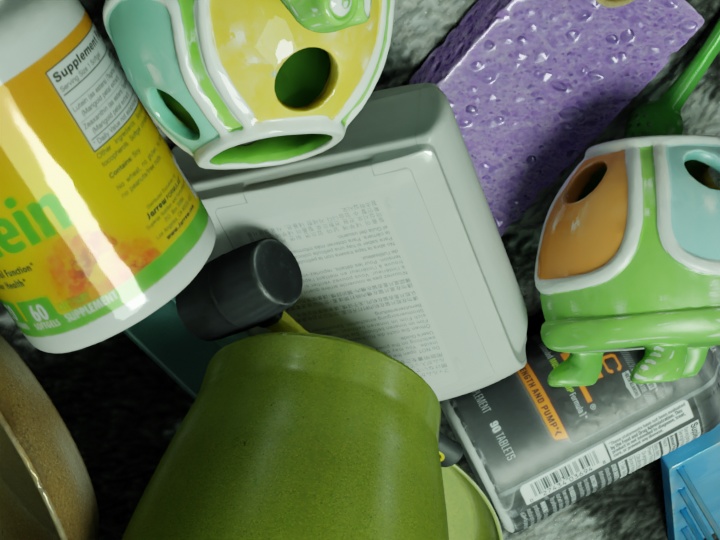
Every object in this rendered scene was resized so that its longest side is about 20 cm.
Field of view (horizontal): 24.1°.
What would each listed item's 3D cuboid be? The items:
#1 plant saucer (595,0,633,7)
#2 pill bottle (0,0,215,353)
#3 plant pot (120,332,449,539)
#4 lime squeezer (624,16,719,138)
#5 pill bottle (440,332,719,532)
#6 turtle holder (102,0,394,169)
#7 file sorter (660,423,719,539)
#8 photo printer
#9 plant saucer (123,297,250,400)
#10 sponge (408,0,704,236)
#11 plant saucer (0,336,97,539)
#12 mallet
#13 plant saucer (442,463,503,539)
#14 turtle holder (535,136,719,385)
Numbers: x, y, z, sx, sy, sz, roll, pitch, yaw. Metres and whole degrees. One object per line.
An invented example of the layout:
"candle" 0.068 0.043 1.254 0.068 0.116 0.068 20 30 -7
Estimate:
"plant saucer" 0.163 -0.228 0.849 0.200 0.035 0.201 -45 159 -23
"pill bottle" -0.164 -0.070 0.813 0.111 0.111 0.201 -30 112 1
"plant pot" -0.036 0.144 0.861 0.199 0.194 0.201 8 149 5
"lime squeezer" 0.186 -0.069 1.030 0.070 0.038 0.201 -31 137 -41
"pill bottle" 0.157 0.075 1.069 0.199 0.106 0.107 -28 130 -2
"turtle holder" -0.038 -0.123 0.781 0.185 0.133 0.140 -14 171 40
"file sorter" 0.294 0.173 1.142 0.138 0.123 0.200 -27 153 -1
"photo printer" 0.000 0.000 0.945 0.165 0.070 0.201 -11 131 17
"plant saucer" -0.076 0.061 0.965 0.070 0.019 0.200 -19 123 43
"sponge" 0.092 -0.104 0.963 0.111 0.030 0.200 32 108 -35
"plant saucer" -0.193 0.088 0.883 0.035 0.200 0.201 -33 134 -27
"mallet" -0.021 0.056 0.929 0.066 0.041 0.200 -17 134 32
"plant saucer" -0.007 0.163 1.074 0.199 0.031 0.201 5 127 6
"turtle holder" 0.189 -0.007 0.944 0.184 0.141 0.133 -4 86 -3
